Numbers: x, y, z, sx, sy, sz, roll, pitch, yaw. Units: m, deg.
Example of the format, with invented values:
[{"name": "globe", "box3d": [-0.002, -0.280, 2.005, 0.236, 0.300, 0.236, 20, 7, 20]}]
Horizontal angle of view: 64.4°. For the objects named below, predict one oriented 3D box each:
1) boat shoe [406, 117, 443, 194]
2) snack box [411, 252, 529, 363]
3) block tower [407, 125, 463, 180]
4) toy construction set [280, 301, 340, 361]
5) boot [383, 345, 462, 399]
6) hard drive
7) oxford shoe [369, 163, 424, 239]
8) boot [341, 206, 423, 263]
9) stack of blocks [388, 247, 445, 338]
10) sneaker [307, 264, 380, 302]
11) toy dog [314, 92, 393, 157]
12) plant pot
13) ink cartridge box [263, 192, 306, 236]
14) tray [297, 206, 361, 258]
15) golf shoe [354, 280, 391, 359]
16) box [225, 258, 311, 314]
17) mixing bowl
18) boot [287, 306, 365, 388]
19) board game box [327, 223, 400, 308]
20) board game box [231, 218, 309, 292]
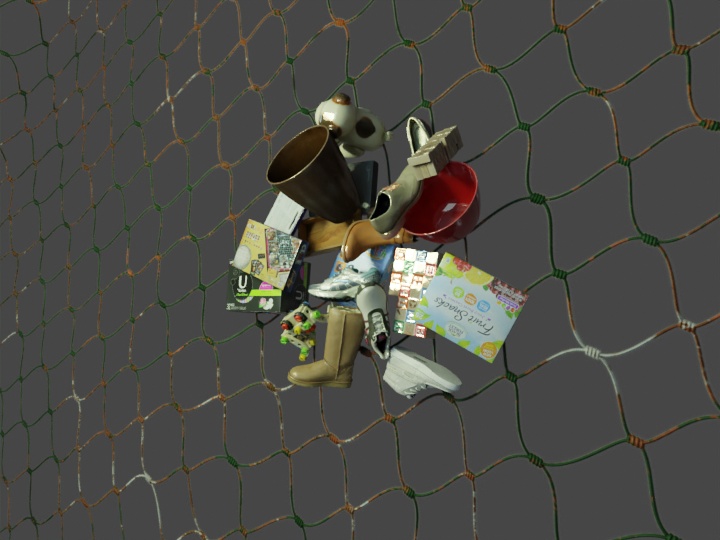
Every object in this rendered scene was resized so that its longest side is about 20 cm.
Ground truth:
[{"name": "boat shoe", "box3d": [0.158, -0.279, 1.394, 0.071, 0.062, 0.201, -19, 74, 27]}, {"name": "snack box", "box3d": [0.239, 0.079, 1.253, 0.199, 0.068, 0.169, 30, 98, 13]}, {"name": "block tower", "box3d": [0.175, -0.269, 1.305, 0.054, 0.200, 0.058, -9, 113, 35]}, {"name": "toy construction set", "box3d": [-0.130, 0.147, 1.474, 0.131, 0.092, 0.200, 42, 120, -16]}, {"name": "boot", "box3d": [0.140, 0.258, 1.330, 0.200, 0.073, 0.096, 26, 103, 41]}, {"name": "hard drive", "box3d": [-0.046, -0.214, 1.531, 0.199, 0.033, 0.140, 0, 83, 32]}, {"name": "oxford shoe", "box3d": [0.084, -0.170, 1.287, 0.071, 0.074, 0.201, 3, 61, 44]}, {"name": "boot", "box3d": [0.058, -0.077, 1.377, 0.155, 0.200, 0.077, 16, 133, 28]}, {"name": "stack of blocks", "box3d": [0.131, 0.054, 1.364, 0.115, 0.058, 0.201, 8, 87, 33]}, {"name": "sneaker", "box3d": [-0.037, 0.032, 1.429, 0.199, 0.078, 0.087, -3, 77, 21]}, {"name": "toy dog", "box3d": [-0.033, -0.363, 1.445, 0.194, 0.200, 0.140, 31, 100, 32]}, {"name": "plant pot", "box3d": [-0.092, -0.213, 1.387, 0.186, 0.200, 0.187, -27, 38, 23]}, {"name": "ink cartridge box", "box3d": [-0.191, -0.152, 1.564, 0.200, 0.040, 0.200, -61, 32, 10]}, {"name": "tray", "box3d": [-0.082, -0.100, 1.501, 0.199, 0.037, 0.099, -12, 73, 39]}, {"name": "golf shoe", "box3d": [0.042, 0.116, 1.344, 0.077, 0.201, 0.088, -18, 34, -7]}, {"name": "box", "box3d": [-0.253, 0.045, 1.570, 0.199, 0.124, 0.149, -3, 82, 33]}, {"name": "mixing bowl", "box3d": [0.197, -0.136, 1.303, 0.199, 0.108, 0.201, -23, 46, 26]}, {"name": "boot", "box3d": [-0.081, 0.185, 1.415, 0.066, 0.174, 0.201, -135, 53, -66]}, {"name": "board game box", "box3d": [0.000, 0.000, 1.468, 0.151, 0.037, 0.201, 27, 99, 32]}, {"name": "board game box", "box3d": [-0.235, -0.041, 1.479, 0.199, 0.035, 0.136, 23, 93, 34]}]
